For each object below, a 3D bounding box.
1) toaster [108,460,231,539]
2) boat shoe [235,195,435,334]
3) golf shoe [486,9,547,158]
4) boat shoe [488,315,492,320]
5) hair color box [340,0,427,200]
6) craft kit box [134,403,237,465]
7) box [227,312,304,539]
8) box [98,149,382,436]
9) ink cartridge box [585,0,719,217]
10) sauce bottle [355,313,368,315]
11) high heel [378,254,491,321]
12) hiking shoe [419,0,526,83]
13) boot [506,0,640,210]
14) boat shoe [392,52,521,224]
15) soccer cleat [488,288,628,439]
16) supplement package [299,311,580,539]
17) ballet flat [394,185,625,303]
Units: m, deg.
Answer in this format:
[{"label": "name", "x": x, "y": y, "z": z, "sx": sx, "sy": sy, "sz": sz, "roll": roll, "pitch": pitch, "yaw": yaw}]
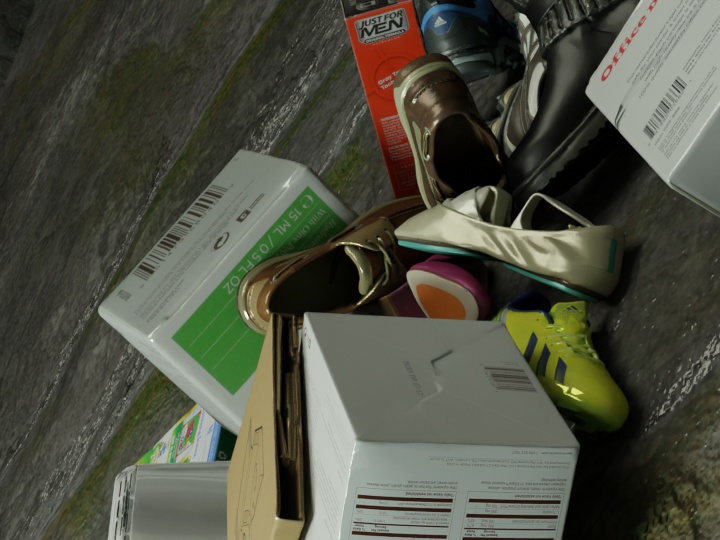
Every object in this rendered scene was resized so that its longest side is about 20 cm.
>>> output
[{"label": "toaster", "x": -0.146, "y": 0.244, "z": 1.809, "sx": 0.200, "sy": 0.129, "sz": 0.114, "roll": -92, "pitch": 6, "yaw": -53}, {"label": "boat shoe", "x": 0.000, "y": 0.000, "z": 1.729, "sx": 0.200, "sy": 0.076, "sz": 0.074, "roll": -27, "pitch": 9, "yaw": -15}, {"label": "golf shoe", "x": 0.166, "y": -0.173, "z": 1.718, "sx": 0.094, "sy": 0.078, "sz": 0.201, "roll": -6, "pitch": 69, "yaw": 62}, {"label": "boat shoe", "x": 0.048, "y": 0.115, "z": 1.622, "sx": 0.200, "sy": 0.064, "sz": 0.071, "roll": -45, "pitch": 10, "yaw": -28}, {"label": "hair color box", "x": 0.034, "y": -0.152, "z": 1.834, "sx": 0.061, "sy": 0.200, "sz": 0.102, "roll": -16, "pitch": 31, "yaw": 3}, {"label": "craft kit box", "x": -0.170, "y": 0.225, "z": 2.056, "sx": 0.197, "sy": 0.048, "sz": 0.200, "roll": -40, "pitch": 29, "yaw": 41}, {"label": "box", "x": -0.066, "y": 0.153, "z": 1.469, "sx": 0.200, "sy": 0.021, "sz": 0.164, "roll": 108, "pitch": 163, "yaw": -50}, {"label": "box", "x": -0.083, "y": 0.028, "z": 1.850, "sx": 0.199, "sy": 0.171, "sz": 0.200, "roll": -48, "pitch": 19, "yaw": -8}, {"label": "ink cartridge box", "x": 0.244, "y": -0.132, "z": 1.445, "sx": 0.146, "sy": 0.084, "sz": 0.200, "roll": -57, "pitch": 21, "yaw": 14}, {"label": "sauce bottle", "x": 0.000, "y": 0.068, "z": 1.667, "sx": 0.065, "sy": 0.065, "sz": 0.200, "roll": -62, "pitch": 2, "yaw": 0}, {"label": "high heel", "x": 0.083, "y": 0.011, "z": 1.648, "sx": 0.096, "sy": 0.067, "sz": 0.200, "roll": -29, "pitch": -1, "yaw": -15}, {"label": "hiking shoe", "x": 0.099, "y": -0.205, "z": 1.810, "sx": 0.074, "sy": 0.087, "sz": 0.200, "roll": -16, "pitch": 4, "yaw": 14}, {"label": "boot", "x": 0.144, "y": -0.165, "z": 1.623, "sx": 0.211, "sy": 0.158, "sz": 0.079, "roll": -51, "pitch": -18, "yaw": 11}, {"label": "boat shoe", "x": 0.080, "y": -0.072, "z": 1.653, "sx": 0.075, "sy": 0.202, "sz": 0.075, "roll": -33, "pitch": 47, "yaw": 2}, {"label": "soccer cleat", "x": 0.137, "y": 0.058, "z": 1.497, "sx": 0.084, "sy": 0.065, "sz": 0.200, "roll": -56, "pitch": 20, "yaw": 0}, {"label": "supplement package", "x": 0.034, "y": 0.158, "z": 1.400, "sx": 0.191, "sy": 0.147, "sz": 0.201, "roll": -115, "pitch": 31, "yaw": -65}, {"label": "ballet flat", "x": 0.111, "y": -0.028, "z": 1.586, "sx": 0.200, "sy": 0.069, "sz": 0.070, "roll": 17, "pitch": 78, "yaw": 40}]
